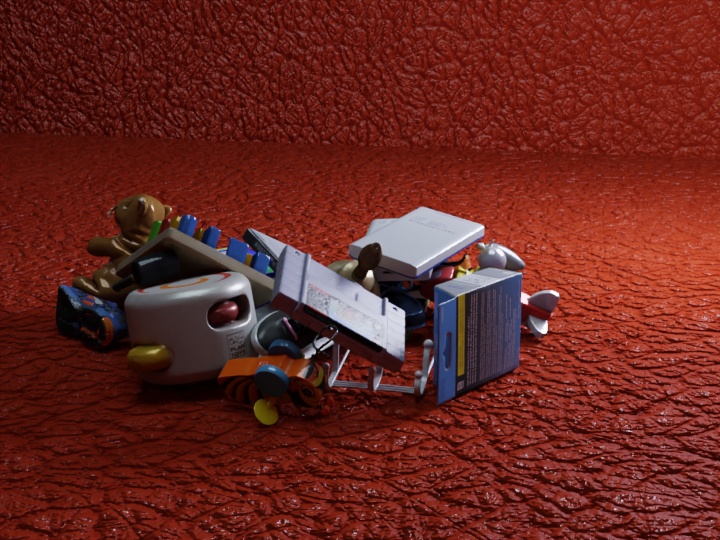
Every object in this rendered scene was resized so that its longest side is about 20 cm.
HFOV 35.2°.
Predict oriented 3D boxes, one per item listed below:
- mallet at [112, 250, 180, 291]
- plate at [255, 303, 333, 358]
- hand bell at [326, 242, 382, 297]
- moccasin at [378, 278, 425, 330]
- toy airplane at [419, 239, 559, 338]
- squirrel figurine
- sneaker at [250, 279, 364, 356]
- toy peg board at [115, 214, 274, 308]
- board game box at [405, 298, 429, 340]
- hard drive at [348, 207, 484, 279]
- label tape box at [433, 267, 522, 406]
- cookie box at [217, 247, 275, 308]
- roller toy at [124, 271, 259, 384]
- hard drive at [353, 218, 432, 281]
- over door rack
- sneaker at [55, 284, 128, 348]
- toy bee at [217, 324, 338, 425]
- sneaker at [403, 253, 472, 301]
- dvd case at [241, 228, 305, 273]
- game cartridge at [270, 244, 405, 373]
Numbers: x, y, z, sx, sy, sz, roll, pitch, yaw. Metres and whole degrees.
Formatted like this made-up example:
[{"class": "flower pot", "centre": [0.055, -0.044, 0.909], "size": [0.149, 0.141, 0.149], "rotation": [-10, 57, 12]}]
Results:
[{"class": "mallet", "centre": [-0.323, 0.006, 1.700], "size": [0.065, 0.042, 0.200], "rotation": [-17, -1, -24]}, {"class": "plate", "centre": [-0.122, 0.090, 1.770], "size": [0.197, 0.033, 0.199], "rotation": [7, 21, 35]}, {"class": "hand bell", "centre": [0.000, 0.000, 1.677], "size": [0.102, 0.106, 0.200], "rotation": [-4, -19, -13]}, {"class": "moccasin", "centre": [0.036, 0.042, 1.825], "size": [0.079, 0.069, 0.199], "rotation": [-10, 19, -30]}, {"class": "toy airplane", "centre": [0.218, 0.030, 1.797], "size": [0.197, 0.143, 0.200], "rotation": [-18, 35, -29]}, {"class": "squirrel figurine", "centre": [-0.360, -0.027, 1.909], "size": [0.198, 0.189, 0.141], "rotation": [19, -3, 28]}, {"class": "sneaker", "centre": [-0.066, 0.063, 1.611], "size": [0.199, 0.071, 0.099], "rotation": [-18, -19, -47]}, {"class": "toy peg board", "centre": [-0.241, -0.021, 1.752], "size": [0.198, 0.099, 0.198], "rotation": [27, -30, -25]}, {"class": "board game box", "centre": [0.047, 0.073, 1.885], "size": [0.103, 0.024, 0.200], "rotation": [0, 15, 13]}, {"class": "hard drive", "centre": [0.092, -0.047, 1.825], "size": [0.131, 0.026, 0.199], "rotation": [19, 31, 32]}, {"class": "label tape box", "centre": [0.145, 0.087, 1.582], "size": [0.063, 0.147, 0.199], "rotation": [12, 19, 40]}, {"class": "cookie box", "centre": [-0.229, 0.020, 1.989], "size": [0.169, 0.076, 0.199], "rotation": [-12, 18, -37]}, {"class": "roller toy", "centre": [-0.236, 0.087, 1.610], "size": [0.179, 0.142, 0.200], "rotation": [-10, 7, -3]}, {"class": "hard drive", "centre": [0.064, -0.036, 1.879], "size": [0.130, 0.027, 0.201], "rotation": [-1, 25, 13]}, {"class": "over door rack", "centre": [0.038, 0.117, 1.631], "size": [0.145, 0.068, 0.200], "rotation": [4, 16, 15]}, {"class": "sneaker", "centre": [-0.430, 0.075, 1.826], "size": [0.078, 0.076, 0.199], "rotation": [-1, 20, -42]}, {"class": "toy bee", "centre": [-0.090, 0.152, 1.485], "size": [0.199, 0.109, 0.131], "rotation": [-2, 40, 52]}, {"class": "sneaker", "centre": [0.095, 0.001, 1.928], "size": [0.197, 0.092, 0.070], "rotation": [5, 16, 13]}, {"class": "dvd case", "centre": [-0.095, 0.006, 1.854], "size": [0.150, 0.025, 0.199], "rotation": [45, 10, 28]}, {"class": "game cartridge", "centre": [-0.026, 0.051, 1.534], "size": [0.198, 0.039, 0.130], "rotation": [30, 24, -15]}]
